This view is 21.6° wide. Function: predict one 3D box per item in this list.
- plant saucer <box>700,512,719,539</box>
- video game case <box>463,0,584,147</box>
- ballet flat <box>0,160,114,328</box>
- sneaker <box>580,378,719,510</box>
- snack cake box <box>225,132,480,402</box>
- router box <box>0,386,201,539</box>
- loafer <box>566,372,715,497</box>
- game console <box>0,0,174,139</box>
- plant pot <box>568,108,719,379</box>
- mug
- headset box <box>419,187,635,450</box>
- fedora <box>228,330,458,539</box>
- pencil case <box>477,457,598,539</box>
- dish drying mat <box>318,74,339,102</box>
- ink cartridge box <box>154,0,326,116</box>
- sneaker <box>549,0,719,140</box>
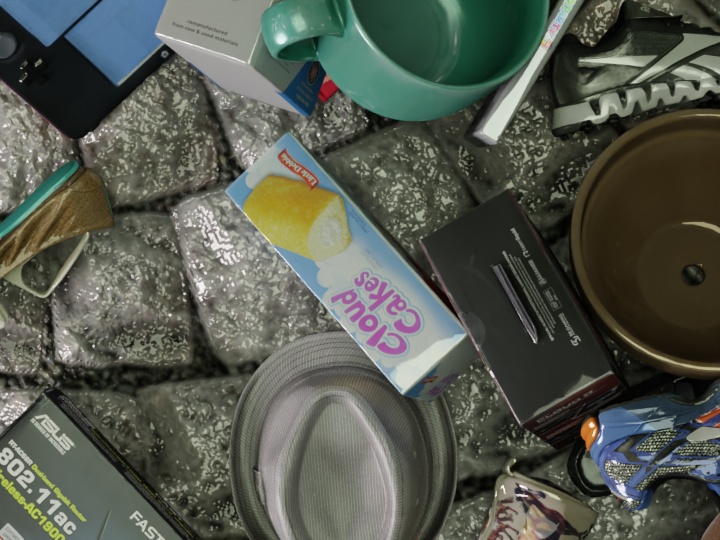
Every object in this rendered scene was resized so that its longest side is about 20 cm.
[{"bbox_3d":[0.319,0.183,1.363,0.200,0.200,0.035,-30,55,2],"label":"plant saucer"},{"bbox_3d":[0.138,-0.180,1.376,0.018,0.143,0.200,31,92,-2],"label":"video game case"},{"bbox_3d":[-0.272,-0.002,1.444,0.200,0.068,0.072,-36,108,-2],"label":"ballet flat"},{"bbox_3d":[0.259,0.118,1.322,0.199,0.075,0.079,-17,73,13],"label":"sneaker"},{"bbox_3d":[0.000,0.000,1.381,0.067,0.115,0.200,-42,77,3],"label":"snack cake box"},{"bbox_3d":[-0.221,0.212,1.435,0.150,0.062,0.200,-44,88,1],"label":"router box"},{"bbox_3d":[0.243,0.104,1.409,0.200,0.070,0.068,-32,88,2],"label":"loafer"},{"bbox_3d":[-0.193,-0.209,1.393,0.200,0.031,0.177,-42,131,4],"label":"game console"},{"bbox_3d":[0.250,-0.010,1.385,0.200,0.093,0.202,0,72,0],"label":"plant pot"},{"bbox_3d":[0.025,-0.186,1.311,0.184,0.114,0.153,20,73,-16],"label":"mug"},{"bbox_3d":[0.121,0.038,1.334,0.077,0.200,0.149,-30,73,6],"label":"headset box"},{"bbox_3d":[-0.015,0.146,1.411,0.176,0.090,0.201,2,90,2],"label":"fedora"},{"bbox_3d":[0.105,0.244,1.412,0.089,0.078,0.201,22,92,-17],"label":"pencil case"},{"bbox_3d":[0.018,-0.226,1.444,0.200,0.018,0.077,-44,88,2],"label":"dish drying mat"},{"bbox_3d":[-0.056,-0.232,1.371,0.084,0.145,0.201,20,85,18],"label":"ink cartridge box"},{"bbox_3d":[0.229,-0.163,1.402,0.199,0.066,0.091,-14,90,-7],"label":"sneaker"}]
